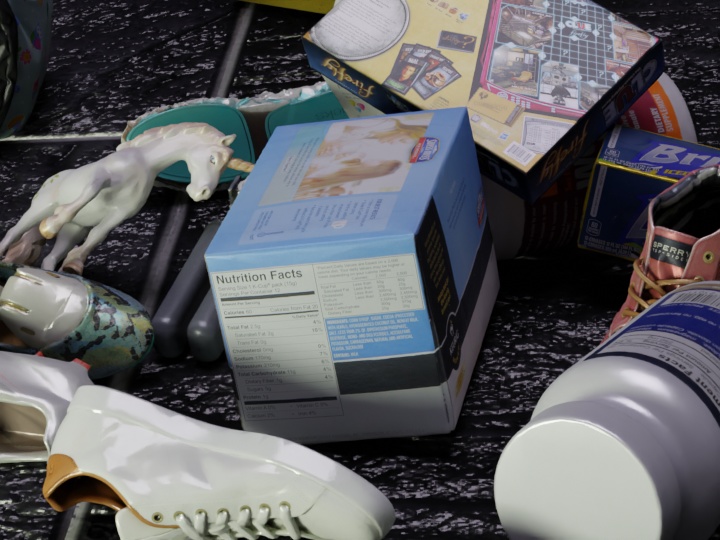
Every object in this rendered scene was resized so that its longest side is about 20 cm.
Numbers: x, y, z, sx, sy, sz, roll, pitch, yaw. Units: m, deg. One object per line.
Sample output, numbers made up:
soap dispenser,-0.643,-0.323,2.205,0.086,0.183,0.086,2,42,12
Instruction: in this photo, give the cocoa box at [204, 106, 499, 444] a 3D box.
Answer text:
cocoa box,0.000,0.000,1.547,0.133,0.132,0.200,-6,24,14

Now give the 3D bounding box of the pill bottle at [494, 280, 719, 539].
pill bottle,0.157,0.087,1.348,0.116,0.116,0.200,11,23,29

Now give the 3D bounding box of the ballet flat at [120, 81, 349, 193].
ballet flat,-0.079,-0.094,1.876,0.199,0.072,0.072,-9,25,-14

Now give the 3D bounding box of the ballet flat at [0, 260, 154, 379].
ballet flat,-0.223,0.023,1.617,0.200,0.074,0.074,7,27,34

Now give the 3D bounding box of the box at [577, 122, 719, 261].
box,0.243,-0.031,1.618,0.200,0.064,0.070,14,28,7

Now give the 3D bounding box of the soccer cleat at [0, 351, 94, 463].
soccer cleat,-0.254,0.075,1.526,0.199,0.069,0.078,7,30,16

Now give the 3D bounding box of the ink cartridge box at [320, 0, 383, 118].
ink cartridge box,0.058,-0.121,1.812,0.116,0.200,0.067,6,68,22

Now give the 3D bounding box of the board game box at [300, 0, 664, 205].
board game box,0.079,-0.141,1.666,0.200,0.035,0.135,34,68,31

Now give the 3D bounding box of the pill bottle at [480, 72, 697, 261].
pill bottle,0.117,-0.067,1.712,0.200,0.110,0.110,-13,26,-18

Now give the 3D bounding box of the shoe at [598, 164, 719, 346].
shoe,0.176,0.021,1.506,0.071,0.091,0.200,15,42,30

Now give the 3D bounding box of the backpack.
backpack,-0.306,-0.180,1.998,0.126,0.167,0.200,14,21,-6

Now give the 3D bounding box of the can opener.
can opener,-0.078,-0.004,1.679,0.053,0.067,0.200,3,35,20

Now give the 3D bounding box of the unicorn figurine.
unicorn figurine,-0.168,-0.044,1.681,0.200,0.074,0.137,0,39,41

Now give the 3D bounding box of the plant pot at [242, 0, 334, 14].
plant pot,-0.026,-0.327,2.214,0.200,0.200,0.176,12,41,31

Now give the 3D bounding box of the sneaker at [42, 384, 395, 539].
sneaker,-0.081,0.131,1.399,0.200,0.073,0.085,14,63,20
